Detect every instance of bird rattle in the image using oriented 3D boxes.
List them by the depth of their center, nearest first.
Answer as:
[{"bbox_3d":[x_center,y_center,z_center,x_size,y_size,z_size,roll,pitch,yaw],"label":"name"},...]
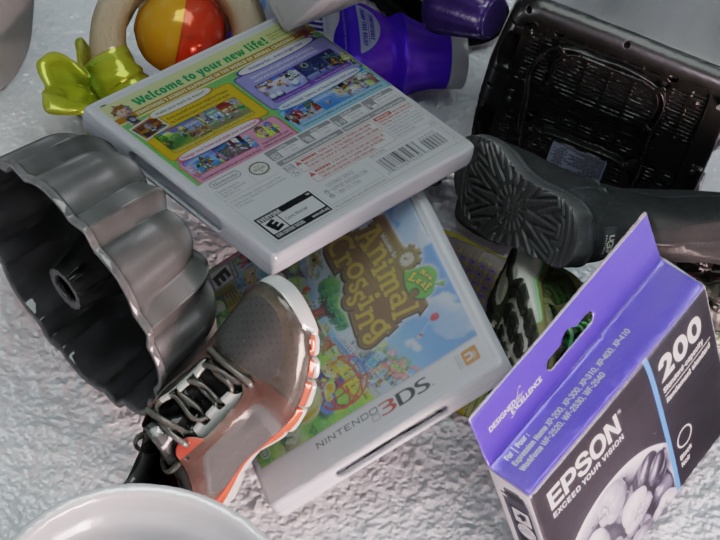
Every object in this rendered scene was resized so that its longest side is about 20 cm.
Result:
[{"bbox_3d":[-0.127,-0.145,1.728,0.199,0.113,0.164,10,96,9],"label":"bird rattle"}]

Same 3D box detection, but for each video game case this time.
[{"bbox_3d":[-0.054,-0.090,1.622,0.182,0.022,0.200,38,46,25],"label":"video game case"},{"bbox_3d":[-0.013,0.039,1.623,0.182,0.022,0.200,-32,51,9],"label":"video game case"}]

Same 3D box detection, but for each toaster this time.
[{"bbox_3d":[0.178,-0.138,1.776,0.200,0.181,0.119,21,48,5],"label":"toaster"}]

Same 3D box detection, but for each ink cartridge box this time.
[{"bbox_3d":[0.163,0.098,1.577,0.043,0.200,0.198,23,60,36],"label":"ink cartridge box"}]

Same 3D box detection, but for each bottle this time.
[{"bbox_3d":[-0.019,-0.163,1.821,0.199,0.065,0.084,2,54,-10],"label":"bottle"}]

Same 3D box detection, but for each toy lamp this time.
[{"bbox_3d":[0.020,-0.223,1.811,0.200,0.058,0.058,25,52,29],"label":"toy lamp"}]

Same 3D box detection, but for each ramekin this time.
[{"bbox_3d":[-0.137,0.241,1.491,0.200,0.098,0.201,6,54,-8],"label":"ramekin"}]

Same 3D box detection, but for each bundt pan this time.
[{"bbox_3d":[-0.167,-0.007,1.595,0.076,0.202,0.202,-36,68,-25],"label":"bundt pan"}]

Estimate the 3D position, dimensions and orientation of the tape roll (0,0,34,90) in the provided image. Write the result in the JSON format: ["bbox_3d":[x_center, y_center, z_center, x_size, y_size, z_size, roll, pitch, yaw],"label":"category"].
[{"bbox_3d":[-0.335,-0.226,1.757,0.202,0.139,0.203,5,55,-7],"label":"tape roll"}]

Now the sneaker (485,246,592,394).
[{"bbox_3d":[0.137,0.041,1.640,0.088,0.077,0.200,18,26,-5],"label":"sneaker"}]

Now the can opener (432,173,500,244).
[{"bbox_3d":[0.048,-0.071,1.772,0.200,0.067,0.053,20,14,11],"label":"can opener"}]

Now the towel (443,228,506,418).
[{"bbox_3d":[0.123,0.058,1.720,0.200,0.023,0.144,25,53,7],"label":"towel"}]

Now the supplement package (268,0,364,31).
[{"bbox_3d":[0.023,-0.267,1.692,0.200,0.117,0.118,-24,86,-29],"label":"supplement package"}]

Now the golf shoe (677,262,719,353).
[{"bbox_3d":[0.292,0.031,1.739,0.200,0.077,0.088,19,22,-16],"label":"golf shoe"}]

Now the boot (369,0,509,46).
[{"bbox_3d":[0.039,-0.279,1.852,0.200,0.168,0.076,34,55,12],"label":"boot"}]

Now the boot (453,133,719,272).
[{"bbox_3d":[0.186,-0.046,1.692,0.200,0.066,0.165,-3,28,-31],"label":"boot"}]

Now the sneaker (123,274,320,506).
[{"bbox_3d":[-0.094,0.092,1.537,0.082,0.200,0.077,-10,45,-49],"label":"sneaker"}]
